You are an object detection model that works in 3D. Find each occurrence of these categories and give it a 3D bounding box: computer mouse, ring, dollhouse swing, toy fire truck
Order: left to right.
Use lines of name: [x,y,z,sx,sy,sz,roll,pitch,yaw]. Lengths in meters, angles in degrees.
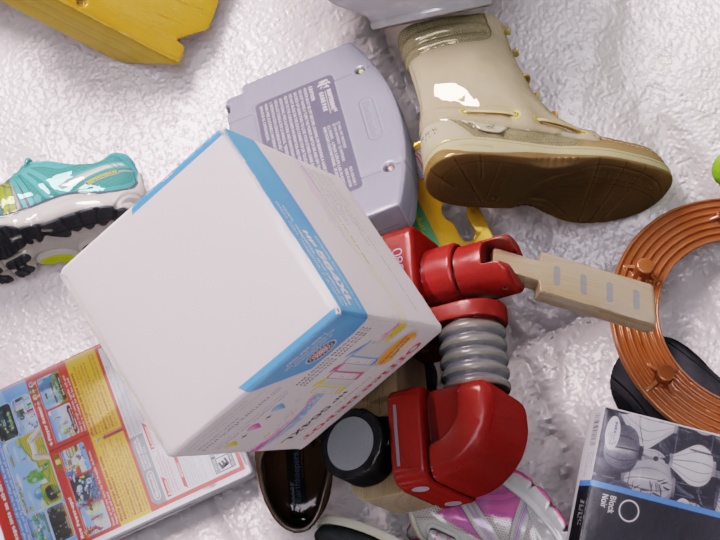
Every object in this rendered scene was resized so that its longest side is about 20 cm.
dollhouse swing: [-0.219,-0.283,1.162,0.180,0.175,0.203,25,74,-28]
toy fire truck: [0.086,0.057,0.906,0.198,0.128,0.179,-16,63,26]
ring: [0.275,0.033,0.976,0.197,0.019,0.203,2,62,-3]
computer mouse: [0.276,0.110,0.965,0.140,0.046,0.201,-34,72,-1]

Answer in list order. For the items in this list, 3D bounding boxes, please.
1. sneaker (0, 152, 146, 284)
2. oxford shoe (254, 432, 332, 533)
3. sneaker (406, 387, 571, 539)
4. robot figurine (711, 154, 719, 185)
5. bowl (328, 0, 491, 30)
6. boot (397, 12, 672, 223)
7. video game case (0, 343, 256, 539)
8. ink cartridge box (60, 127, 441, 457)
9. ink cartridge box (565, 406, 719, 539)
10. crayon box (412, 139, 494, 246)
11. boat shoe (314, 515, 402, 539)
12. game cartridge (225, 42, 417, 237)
sneaker: [-0.265,-0.044,1.090,0.197,0.078,0.080,-10,53,1]
oxford shoe: [-0.046,0.084,0.953,0.072,0.084,0.203,-9,103,-3]
sneaker: [0.080,0.172,0.965,0.088,0.081,0.200,-45,64,-5]
robot figurine: [0.338,-0.110,0.984,0.174,0.116,0.202,-25,72,-8]
bowl: [0.046,-0.236,1.045,0.198,0.201,0.092,-12,99,5]
boot: [0.128,-0.116,1.033,0.197,0.073,0.157,3,50,-18]
video game case: [-0.193,0.129,1.046,0.198,0.017,0.145,-24,72,1]
ink cartridge box: [-0.051,0.020,0.815,0.128,0.200,0.126,-39,72,14]
ink cartridge box: [0.238,0.160,0.903,0.197,0.039,0.101,13,79,-5]
crayon box: [0.000,0.000,1.037,0.198,0.052,0.127,-27,72,1]
boat shoe: [0.041,0.232,0.937,0.197,0.075,0.067,24,68,23]
game cartridge: [-0.028,-0.086,1.031,0.132,0.041,0.201,-24,44,9]
